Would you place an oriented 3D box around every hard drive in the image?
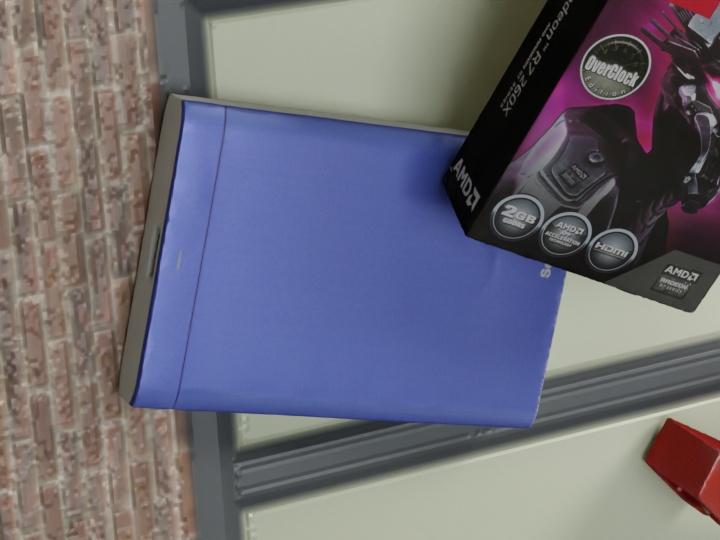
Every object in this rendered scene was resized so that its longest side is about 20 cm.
[{"bbox_3d":[0.000,0.000,0.923,0.199,0.025,0.133,5,103,-27],"label":"hard drive"}]

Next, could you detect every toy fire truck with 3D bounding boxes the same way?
[{"bbox_3d":[0.253,0.087,1.061,0.199,0.049,0.142,28,92,-31],"label":"toy fire truck"}]

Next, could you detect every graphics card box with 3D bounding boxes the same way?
[{"bbox_3d":[0.135,-0.086,0.878,0.125,0.051,0.201,18,119,-25],"label":"graphics card box"}]
